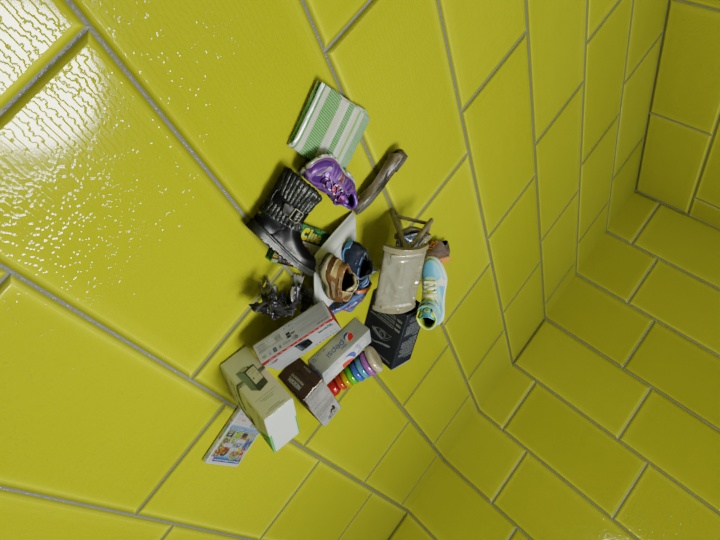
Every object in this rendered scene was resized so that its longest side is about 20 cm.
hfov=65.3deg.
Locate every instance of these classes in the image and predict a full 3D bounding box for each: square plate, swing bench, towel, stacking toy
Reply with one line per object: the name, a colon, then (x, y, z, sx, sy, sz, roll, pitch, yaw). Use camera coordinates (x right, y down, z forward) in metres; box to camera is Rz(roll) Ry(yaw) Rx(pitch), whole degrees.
square plate: (-0.058, -0.011, 1.413, 0.201, 0.028, 0.203, -52, 154, -43)
swing bench: (0.115, -0.019, 1.520, 0.203, 0.125, 0.205, -76, 176, -54)
towel: (-0.063, -0.303, 1.215, 0.198, 0.023, 0.156, 12, 108, -58)
stacking toy: (-0.029, 0.316, 1.699, 0.197, 0.087, 0.085, -36, 150, 13)

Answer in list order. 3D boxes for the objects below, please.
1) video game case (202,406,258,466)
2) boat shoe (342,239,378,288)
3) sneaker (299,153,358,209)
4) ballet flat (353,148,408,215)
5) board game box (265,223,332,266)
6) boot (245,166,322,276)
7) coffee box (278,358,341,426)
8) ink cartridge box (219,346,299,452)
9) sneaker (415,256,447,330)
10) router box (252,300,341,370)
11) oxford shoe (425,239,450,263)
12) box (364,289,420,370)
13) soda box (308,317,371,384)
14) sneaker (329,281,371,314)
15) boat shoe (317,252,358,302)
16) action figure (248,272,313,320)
video game case: (-0.317, 0.429, 1.500, 0.203, 0.018, 0.143, -56, 149, -4)
boat shoe: (0.000, 0.000, 1.437, 0.086, 0.067, 0.201, -64, 160, -16)
sneaker: (-0.057, -0.190, 1.240, 0.079, 0.086, 0.198, -33, 154, 21)
ballet flat: (0.043, -0.226, 1.411, 0.201, 0.046, 0.067, -51, 179, -1)
board game box: (-0.133, -0.056, 1.331, 0.198, 0.023, 0.108, 15, 103, -57)
boot: (-0.131, -0.099, 1.207, 0.160, 0.079, 0.211, -52, 132, -6)
coffee box: (-0.139, 0.341, 1.579, 0.080, 0.112, 0.202, -45, 145, -16)
ink cartridge box: (-0.237, 0.303, 1.332, 0.083, 0.199, 0.149, -32, 141, -25)
sneaker: (0.199, 0.071, 1.592, 0.130, 0.077, 0.208, -33, 119, -66)
router box: (-0.147, 0.161, 1.365, 0.196, 0.050, 0.180, -33, 165, -2)
oxford shoe: (0.223, -0.059, 1.788, 0.197, 0.069, 0.076, -12, 109, -54)
box: (0.098, 0.171, 1.725, 0.102, 0.146, 0.206, -17, 132, -45)
soda box: (-0.058, 0.235, 1.641, 0.199, 0.067, 0.065, -41, 145, -25)
sneaker: (-0.044, 0.085, 1.528, 0.196, 0.075, 0.081, -24, 139, -39)
boat shoe: (-0.044, 0.031, 1.338, 0.078, 0.072, 0.201, -64, 160, -15)
action figure: (-0.179, 0.058, 1.275, 0.200, 0.114, 0.107, 16, 74, -76)
